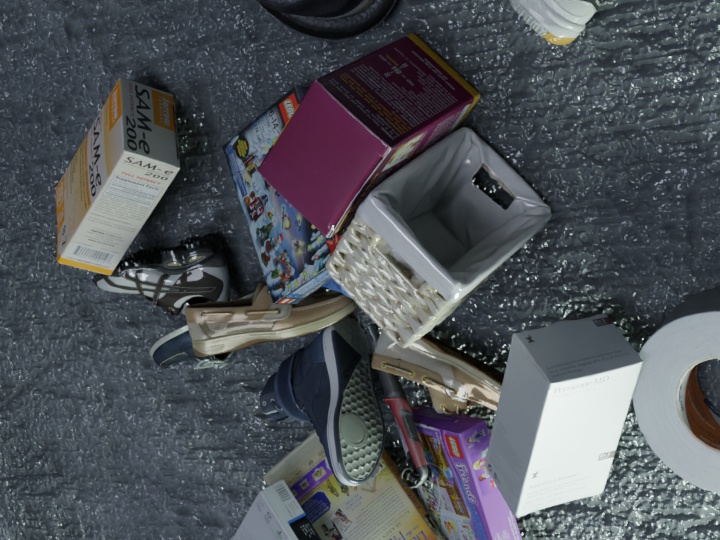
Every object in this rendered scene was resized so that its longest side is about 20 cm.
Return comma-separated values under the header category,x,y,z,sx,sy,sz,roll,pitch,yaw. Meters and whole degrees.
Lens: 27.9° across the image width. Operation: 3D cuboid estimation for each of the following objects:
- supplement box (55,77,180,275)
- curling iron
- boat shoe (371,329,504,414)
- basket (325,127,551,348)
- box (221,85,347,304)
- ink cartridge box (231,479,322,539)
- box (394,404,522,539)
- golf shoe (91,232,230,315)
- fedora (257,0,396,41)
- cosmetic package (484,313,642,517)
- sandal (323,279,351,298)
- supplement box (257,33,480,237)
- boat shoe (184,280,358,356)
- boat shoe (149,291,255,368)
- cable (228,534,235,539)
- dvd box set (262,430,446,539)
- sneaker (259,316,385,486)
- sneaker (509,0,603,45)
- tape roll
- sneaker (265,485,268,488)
category,x,y,z,sx,sy,sz,roll,pitch,yaw
supplement box,-0.288,-0.108,1.698,0.200,0.073,0.126,-51,36,36
curling iron,0.038,0.154,1.626,0.050,0.026,0.200,-45,59,52
boat shoe,0.100,0.124,1.583,0.200,0.074,0.069,28,96,26
basket,0.075,-0.032,1.463,0.136,0.200,0.123,46,132,7
box,-0.071,-0.081,1.586,0.137,0.040,0.200,-34,67,37
ink cartridge box,-0.106,0.338,1.743,0.100,0.039,0.200,55,145,18
box,0.116,0.256,1.630,0.137,0.039,0.200,6,117,60
golf shoe,-0.243,0.019,1.763,0.200,0.078,0.095,-10,105,36
fedora,-0.060,-0.316,1.485,0.200,0.092,0.201,14,118,27
cosmetic package,0.204,0.148,1.481,0.200,0.113,0.081,96,153,-42
sandal,0.000,0.000,1.595,0.200,0.087,0.080,12,119,30
supplement box,0.011,-0.138,1.453,0.103,0.200,0.131,43,126,8
boat shoe,-0.101,0.045,1.649,0.199,0.071,0.065,-14,97,2
boat shoe,-0.174,0.084,1.753,0.200,0.075,0.062,-27,84,29
cable,-0.110,0.426,1.864,0.200,0.069,0.201,7,114,30
dvd box set,-0.009,0.279,1.700,0.146,0.029,0.200,-42,70,17
sneaker,-0.047,0.172,1.661,0.146,0.077,0.203,-35,46,37
sneaker,0.152,-0.310,1.379,0.200,0.076,0.088,45,112,4
tape roll,0.370,0.120,1.425,0.200,0.066,0.201,13,116,28
sneaker,-0.031,0.318,1.766,0.200,0.074,0.088,42,120,11
